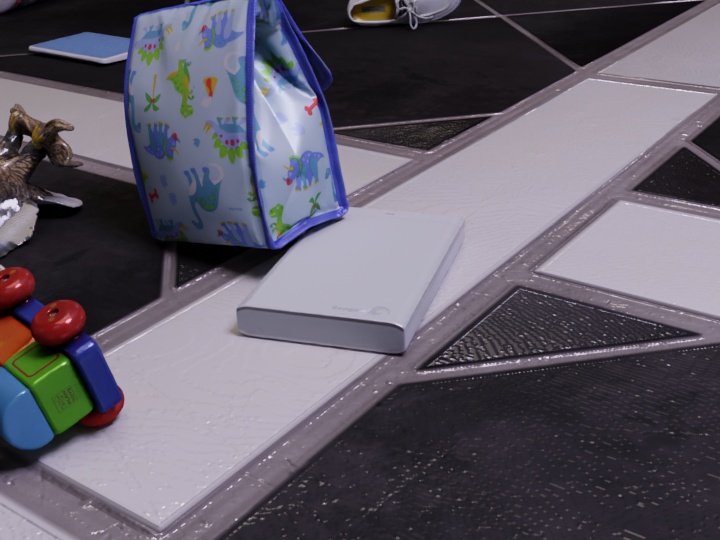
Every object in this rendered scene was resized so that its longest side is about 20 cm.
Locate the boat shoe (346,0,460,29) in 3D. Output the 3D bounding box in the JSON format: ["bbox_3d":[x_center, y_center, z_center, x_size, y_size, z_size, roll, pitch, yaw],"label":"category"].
[{"bbox_3d":[0.073,-0.454,1.647,0.199,0.075,0.086,-2,25,7],"label":"boat shoe"}]

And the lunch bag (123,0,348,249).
[{"bbox_3d":[-0.115,-0.131,0.831,0.169,0.202,0.127,3,24,40],"label":"lunch bag"}]

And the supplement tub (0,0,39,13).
[{"bbox_3d":[-0.716,-0.619,1.993,0.139,0.142,0.200,7,28,19],"label":"supplement tub"}]

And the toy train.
[{"bbox_3d":[-0.254,0.059,0.633,0.115,0.085,0.199,-37,40,-29],"label":"toy train"}]

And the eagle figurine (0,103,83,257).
[{"bbox_3d":[-0.366,-0.073,0.890,0.200,0.151,0.152,-49,0,-18],"label":"eagle figurine"}]

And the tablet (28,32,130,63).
[{"bbox_3d":[-0.440,-0.369,1.598,0.198,0.014,0.130,17,32,33],"label":"tablet"}]

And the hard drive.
[{"bbox_3d":[0.000,0.000,0.778,0.130,0.027,0.200,5,27,17],"label":"hard drive"}]
